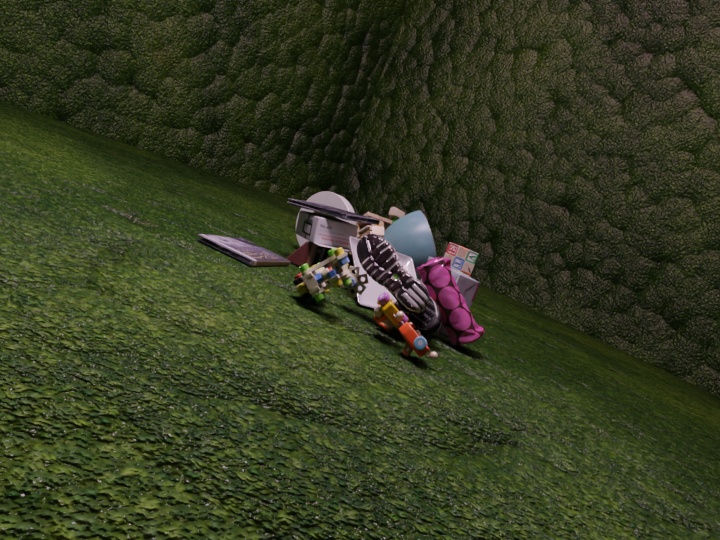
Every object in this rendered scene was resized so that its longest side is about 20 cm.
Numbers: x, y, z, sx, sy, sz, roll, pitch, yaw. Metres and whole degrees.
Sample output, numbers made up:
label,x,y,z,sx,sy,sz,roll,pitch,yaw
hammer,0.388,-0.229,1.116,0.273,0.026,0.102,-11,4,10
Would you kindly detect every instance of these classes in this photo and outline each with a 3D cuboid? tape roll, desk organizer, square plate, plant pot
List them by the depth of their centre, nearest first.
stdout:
label,x,y,z,sx,sy,sz,roll,pitch,yaw
square plate,0.060,0.026,1.345,0.196,0.028,0.202,17,46,-29
desk organizer,-0.124,-0.046,1.497,0.076,0.073,0.200,21,7,14
plant pot,0.124,-0.058,1.594,0.132,0.203,0.200,-12,13,-7
tape roll,-0.104,-0.131,1.647,0.201,0.206,0.037,26,8,31

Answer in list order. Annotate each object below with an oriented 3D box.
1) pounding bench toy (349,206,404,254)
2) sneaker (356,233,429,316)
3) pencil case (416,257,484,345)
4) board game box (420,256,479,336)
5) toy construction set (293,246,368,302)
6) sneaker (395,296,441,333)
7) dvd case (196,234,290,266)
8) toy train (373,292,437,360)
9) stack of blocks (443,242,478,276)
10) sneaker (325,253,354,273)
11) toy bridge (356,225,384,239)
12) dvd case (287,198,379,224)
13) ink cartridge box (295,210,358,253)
label,x,y,z,sx,sy,sz,roll,pitch,yaw
pounding bench toy,0.060,-0.085,1.708,0.123,0.158,0.199,16,-33,-38
sneaker,0.065,0.022,1.147,0.201,0.075,0.116,52,-7,24
pencil case,0.201,0.065,1.236,0.093,0.203,0.090,-24,0,-41
board game box,0.206,0.063,1.393,0.063,0.150,0.200,18,9,-19
toy construction set,-0.058,0.011,1.085,0.093,0.130,0.200,62,10,14
sneaker,0.144,0.101,1.213,0.090,0.070,0.200,39,-2,-19
dvd case,-0.265,-0.046,1.290,0.147,0.016,0.200,25,8,15
toy train,0.076,0.115,1.041,0.151,0.055,0.200,51,1,7
stack of blocks,0.262,0.037,1.534,0.114,0.203,0.059,22,7,10
sneaker,0.000,0.000,1.411,0.197,0.077,0.070,1,-9,-28
toy bridge,0.016,-0.060,1.441,0.066,0.028,0.200,3,-22,-5
dvd case,-0.070,-0.151,1.437,0.198,0.016,0.148,20,10,34
ink cartridge box,-0.082,-0.101,1.433,0.114,0.069,0.200,9,9,-26
